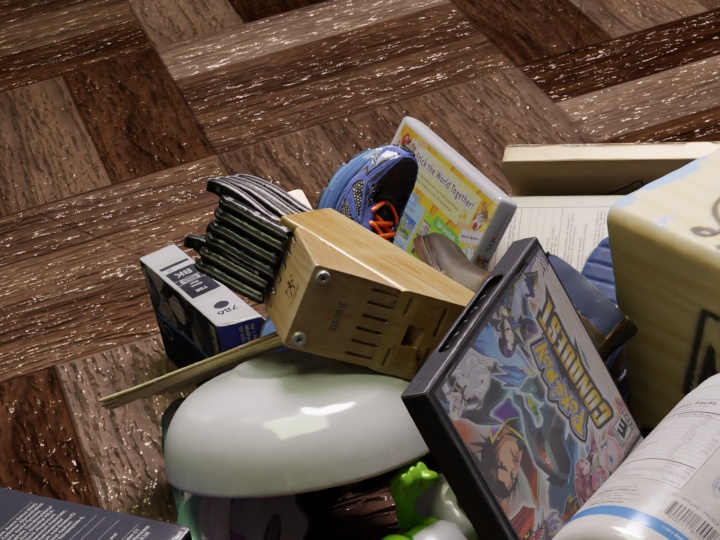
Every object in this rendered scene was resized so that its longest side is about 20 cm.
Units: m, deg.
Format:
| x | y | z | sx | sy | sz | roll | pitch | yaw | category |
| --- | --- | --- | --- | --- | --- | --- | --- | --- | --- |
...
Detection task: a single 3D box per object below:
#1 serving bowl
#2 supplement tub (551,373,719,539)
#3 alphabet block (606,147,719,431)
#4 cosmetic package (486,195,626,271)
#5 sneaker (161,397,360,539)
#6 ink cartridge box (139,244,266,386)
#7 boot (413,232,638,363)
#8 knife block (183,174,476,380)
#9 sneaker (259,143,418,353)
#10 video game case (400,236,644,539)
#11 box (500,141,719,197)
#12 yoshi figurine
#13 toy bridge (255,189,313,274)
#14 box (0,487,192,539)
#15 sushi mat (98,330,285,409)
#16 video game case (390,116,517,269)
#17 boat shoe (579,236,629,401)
| x | y | z | sx | sy | sz | roll | pitch | yaw | category |
| --- | --- | --- | --- | --- | --- | --- | --- | --- | --- |
| -0.042 | 0.095 | 1.453 | 0.199 | 0.066 | 0.200 | -9 | 10 | 2 | serving bowl |
| 0.216 | 0.168 | 1.346 | 0.132 | 0.132 | 0.200 | 11 | 35 | 36 | supplement tub |
| 0.316 | 0.030 | 1.494 | 0.195 | 0.197 | 0.200 | -28 | 32 | -25 | alphabet block |
| 0.171 | -0.002 | 1.693 | 0.199 | 0.071 | 0.106 | 2 | 69 | 22 | cosmetic package |
| -0.070 | 0.156 | 1.548 | 0.139 | 0.078 | 0.200 | -12 | 37 | -5 | sneaker |
| -0.116 | 0.058 | 1.708 | 0.039 | 0.100 | 0.200 | -24 | 29 | -21 | ink cartridge box |
| 0.121 | 0.019 | 1.555 | 0.097 | 0.075 | 0.200 | -40 | 53 | 3 | boot |
| -0.019 | -0.002 | 1.468 | 0.199 | 0.064 | 0.176 | 15 | 21 | -21 | knife block |
| 0.000 | 0.000 | 1.587 | 0.078 | 0.201 | 0.075 | 25 | 3 | 41 | sneaker |
| 0.119 | 0.109 | 1.409 | 0.025 | 0.200 | 0.181 | -12 | 27 | 39 | video game case |
| 0.230 | -0.050 | 1.720 | 0.199 | 0.164 | 0.021 | 0 | 57 | 21 | box |
| 0.070 | 0.178 | 1.418 | 0.112 | 0.113 | 0.200 | 8 | 31 | 17 | yoshi figurine |
| -0.061 | 0.024 | 1.673 | 0.027 | 0.200 | 0.067 | -16 | 59 | -24 | toy bridge |
| -0.200 | 0.236 | 1.362 | 0.199 | 0.149 | 0.104 | 8 | 34 | 32 | box |
| -0.093 | 0.065 | 1.537 | 0.200 | 0.012 | 0.096 | -22 | -4 | 33 | sushi mat |
| 0.041 | -0.012 | 1.722 | 0.023 | 0.183 | 0.200 | 20 | 14 | -28 | video game case |
| 0.175 | 0.073 | 1.574 | 0.072 | 0.072 | 0.200 | 20 | 72 | 45 | boat shoe |
